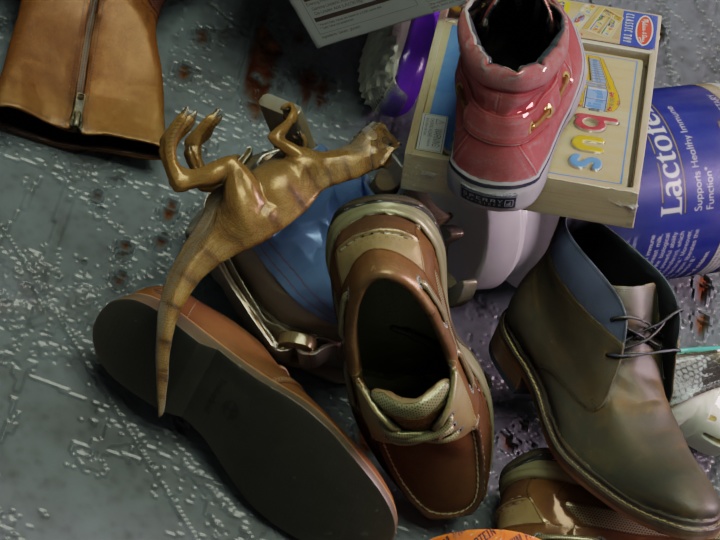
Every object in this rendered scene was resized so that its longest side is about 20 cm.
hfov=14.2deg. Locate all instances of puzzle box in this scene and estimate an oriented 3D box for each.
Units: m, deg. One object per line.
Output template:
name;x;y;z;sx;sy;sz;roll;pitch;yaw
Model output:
puzzle box;0.101;-0.098;1.652;0.133;0.025;0.200;10;35;3

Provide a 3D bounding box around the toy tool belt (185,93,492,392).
toy tool belt;0.000;0.000;1.613;0.200;0.123;0.125;44;51;12

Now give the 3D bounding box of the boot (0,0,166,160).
boot;-0.118;-0.155;1.718;0.188;0.069;0.200;11;52;-15

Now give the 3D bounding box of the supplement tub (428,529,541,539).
supplement tub;0.067;0.240;1.461;0.122;0.123;0.200;9;52;-17

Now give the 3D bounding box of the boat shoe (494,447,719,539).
boat shoe;0.166;0.165;1.598;0.199;0.076;0.074;17;55;0

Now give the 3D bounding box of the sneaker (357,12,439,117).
sneaker;0.067;-0.164;1.801;0.099;0.070;0.200;25;50;-6

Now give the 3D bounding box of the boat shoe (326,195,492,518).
boat shoe;0.023;0.057;1.530;0.075;0.200;0.074;-13;35;9

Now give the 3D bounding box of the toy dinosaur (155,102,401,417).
toy dinosaur;-0.066;-0.031;1.533;0.200;0.060;0.106;-40;78;-14

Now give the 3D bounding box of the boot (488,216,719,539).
boot;0.142;0.056;1.573;0.075;0.097;0.200;-4;37;-35

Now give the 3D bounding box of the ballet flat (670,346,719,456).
ballet flat;0.220;0.072;1.691;0.200;0.072;0.072;-9;59;-26

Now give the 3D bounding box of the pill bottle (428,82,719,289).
pill bottle;0.137;-0.046;1.711;0.200;0.116;0.116;-8;59;-27

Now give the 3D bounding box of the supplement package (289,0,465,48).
supplement package;0.035;-0.251;1.735;0.111;0.155;0.200;60;29;-30

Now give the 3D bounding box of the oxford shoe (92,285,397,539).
oxford shoe;-0.050;0.075;1.576;0.200;0.071;0.071;43;28;6

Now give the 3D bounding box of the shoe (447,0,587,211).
shoe;0.090;-0.122;1.582;0.071;0.091;0.200;11;36;5
